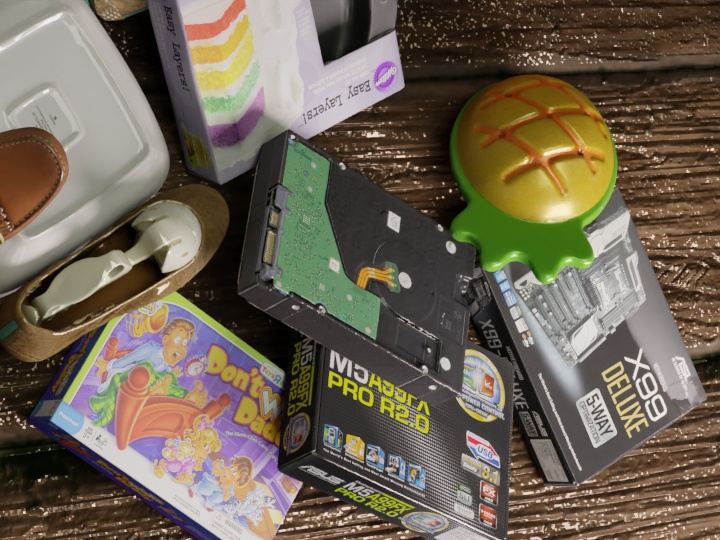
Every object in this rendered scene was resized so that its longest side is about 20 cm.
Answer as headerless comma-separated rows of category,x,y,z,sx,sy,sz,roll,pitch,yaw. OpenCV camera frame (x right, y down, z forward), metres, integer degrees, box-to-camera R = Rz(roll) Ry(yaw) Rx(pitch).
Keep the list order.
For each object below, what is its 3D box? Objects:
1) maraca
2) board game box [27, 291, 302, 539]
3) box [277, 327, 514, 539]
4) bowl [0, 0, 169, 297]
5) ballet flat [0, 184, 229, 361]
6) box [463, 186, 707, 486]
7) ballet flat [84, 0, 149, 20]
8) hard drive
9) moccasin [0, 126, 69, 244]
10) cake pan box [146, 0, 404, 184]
maraca,0.135,-0.075,1.788,0.137,0.107,0.200,11,53,0
board game box,-0.128,0.109,1.671,0.200,0.045,0.135,37,69,-23
box,0.031,0.111,1.723,0.200,0.044,0.161,28,52,-32
bowl,-0.239,-0.101,1.608,0.200,0.075,0.200,-36,102,-28
ballet flat,-0.170,-0.005,1.595,0.200,0.072,0.068,-30,84,-21
box,0.182,0.054,1.853,0.157,0.050,0.200,-28,100,-29
ballet flat,-0.171,-0.285,1.661,0.065,0.071,0.201,-2,95,10
hard drive,0.000,0.000,1.690,0.200,0.038,0.140,31,50,-32
moccasin,-0.288,-0.034,1.516,0.201,0.078,0.074,-22,102,6
cake pan box,-0.061,-0.187,1.695,0.200,0.052,0.185,-29,125,-30
